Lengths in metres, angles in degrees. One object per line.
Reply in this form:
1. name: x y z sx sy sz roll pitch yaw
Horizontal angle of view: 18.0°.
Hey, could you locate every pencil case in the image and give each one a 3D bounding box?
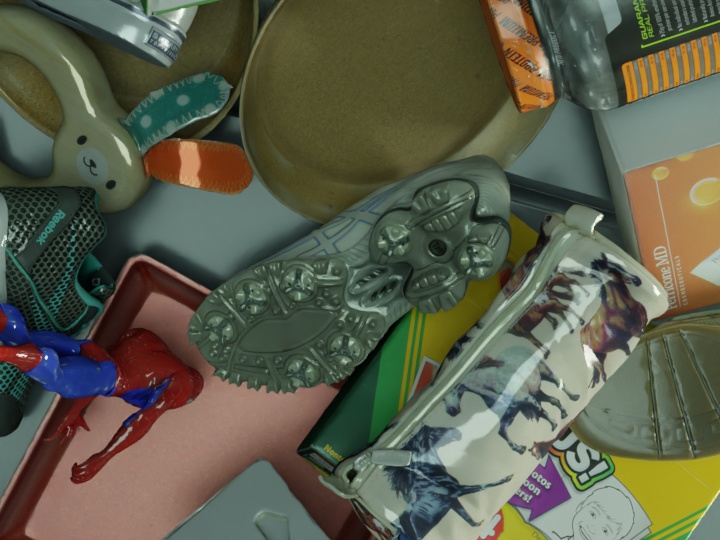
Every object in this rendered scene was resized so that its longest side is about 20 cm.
1. pencil case: 0.071 0.060 1.167 0.200 0.089 0.078 -50 53 1

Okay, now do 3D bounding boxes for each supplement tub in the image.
1. supplement tub: 0.159 -0.156 1.146 0.199 0.123 0.123 -18 95 2

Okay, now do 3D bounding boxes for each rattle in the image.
1. rattle: -0.177 -0.066 1.210 0.199 0.143 0.131 22 103 24

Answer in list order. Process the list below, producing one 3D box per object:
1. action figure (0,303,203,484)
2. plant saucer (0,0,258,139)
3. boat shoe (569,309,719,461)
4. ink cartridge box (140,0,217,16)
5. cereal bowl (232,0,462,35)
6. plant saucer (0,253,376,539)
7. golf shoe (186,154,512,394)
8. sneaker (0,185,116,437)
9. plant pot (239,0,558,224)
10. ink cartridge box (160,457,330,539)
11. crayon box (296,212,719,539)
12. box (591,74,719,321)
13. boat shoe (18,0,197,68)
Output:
1. action figure: -0.162 0.071 1.206 0.065 0.200 0.099 45 110 32
2. plant saucer: -0.136 -0.160 1.245 0.199 0.035 0.201 11 117 23
3. boat shoe: 0.202 0.053 1.238 0.200 0.063 0.074 -18 95 -9
4. ink cartridge box: -0.069 -0.241 1.138 0.145 0.084 0.201 -16 62 -16
5. cereal bowl: -0.008 -0.214 1.245 0.199 0.083 0.201 0 97 1
6. plant saucer: -0.087 0.121 1.305 0.199 0.037 0.201 29 95 -1
7. golf shoe: 0.000 0.000 1.241 0.199 0.097 0.078 -24 108 24
8. sneaker: -0.178 0.024 1.240 0.091 0.200 0.078 -9 56 -16
9. plant pot: 0.023 -0.112 1.233 0.199 0.028 0.201 -15 132 -17
10. ink cartridge box: -0.012 0.217 1.219 0.083 0.145 0.200 -38 118 -5
11. crayon box: 0.095 0.091 1.260 0.200 0.058 0.173 38 77 -4
12. box: 0.231 -0.072 1.218 0.199 0.098 0.125 -16 137 4
13. boat shoe: -0.162 -0.174 1.195 0.200 0.071 0.070 27 87 31
